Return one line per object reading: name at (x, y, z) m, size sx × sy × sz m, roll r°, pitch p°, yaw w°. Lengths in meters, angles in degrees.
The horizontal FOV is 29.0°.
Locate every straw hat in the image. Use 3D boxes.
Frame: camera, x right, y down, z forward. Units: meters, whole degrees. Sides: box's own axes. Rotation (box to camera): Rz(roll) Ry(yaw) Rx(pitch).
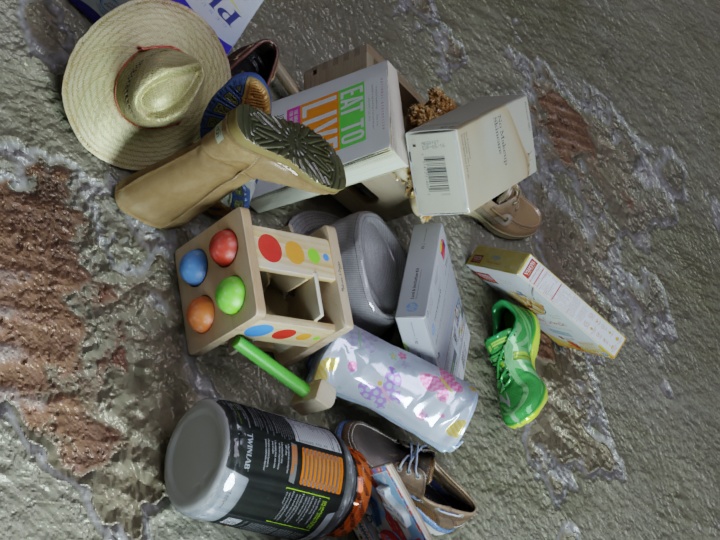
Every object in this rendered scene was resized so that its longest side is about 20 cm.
straw hat at (-0.215, -0.197, 1.510) m, size 0.199 × 0.085 × 0.203 m, roll -5°, pitch 100°, yaw -27°

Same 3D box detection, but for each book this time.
book at (-0.045, -0.159, 1.656) m, size 0.048 × 0.198 × 0.135 m, roll 41°, pitch 38°, yaw -51°

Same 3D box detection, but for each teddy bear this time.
teddy bear at (0.093, -0.146, 1.721) m, size 0.200 × 0.066 × 0.146 m, roll -39°, pitch 110°, yaw -59°

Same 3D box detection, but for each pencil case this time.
pencil case at (0.037, 0.134, 1.603) m, size 0.199 × 0.083 × 0.091 m, roll 25°, pitch 50°, yaw -6°

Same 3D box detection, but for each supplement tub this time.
supplement tub at (-0.092, 0.211, 1.437) m, size 0.199 × 0.122 × 0.124 m, roll 22°, pitch 52°, yaw -37°

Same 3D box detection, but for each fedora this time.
fedora at (0.000, 0.000, 1.688) m, size 0.176 × 0.090 × 0.202 m, roll 14°, pitch 57°, yaw -42°

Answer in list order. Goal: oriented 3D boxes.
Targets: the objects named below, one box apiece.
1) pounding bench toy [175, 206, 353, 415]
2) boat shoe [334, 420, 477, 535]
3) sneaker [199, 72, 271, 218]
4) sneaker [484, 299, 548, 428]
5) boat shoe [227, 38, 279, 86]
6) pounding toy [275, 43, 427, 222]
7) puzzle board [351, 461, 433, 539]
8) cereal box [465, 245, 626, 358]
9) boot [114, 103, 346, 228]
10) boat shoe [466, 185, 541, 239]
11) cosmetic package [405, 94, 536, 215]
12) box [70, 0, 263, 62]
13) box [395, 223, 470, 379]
pounding bench toy at (-0.107, 0.055, 1.515) m, size 0.155 × 0.124 × 0.202 m, roll 10°, pitch 60°, yaw -43°
boat shoe at (0.057, 0.231, 1.620) m, size 0.200 × 0.072 × 0.073 m, roll 38°, pitch 45°, yaw -24°
sneaker at (-0.139, -0.155, 1.574) m, size 0.075 × 0.201 × 0.089 m, roll 20°, pitch 44°, yaw 0°
sneaker at (0.196, 0.123, 1.840) m, size 0.083 × 0.074 × 0.201 m, roll 35°, pitch 36°, yaw -30°
boat shoe at (-0.155, -0.210, 1.672) m, size 0.070 × 0.070 × 0.201 m, roll 42°, pitch 44°, yaw -22°
pounding toy at (-0.018, -0.184, 1.768) m, size 0.200 × 0.141 × 0.186 m, roll 37°, pitch 43°, yaw -45°
puzzle board at (0.043, 0.309, 1.505) m, size 0.017 × 0.151 × 0.201 m, roll -27°, pitch 88°, yaw -30°
cereal box at (0.251, 0.042, 1.896) m, size 0.200 × 0.144 × 0.040 m, roll 39°, pitch 80°, yaw -22°
boot at (-0.140, -0.098, 1.515) m, size 0.174 × 0.199 × 0.067 m, roll 28°, pitch 48°, yaw -36°
boat shoe at (0.196, -0.099, 1.978) m, size 0.199 × 0.064 × 0.072 m, roll 18°, pitch 55°, yaw -39°
cosmetic package at (0.136, -0.141, 1.676) m, size 0.200 × 0.073 × 0.105 m, roll -32°, pitch 116°, yaw -53°
box at (-0.218, -0.340, 1.656) m, size 0.184 × 0.105 × 0.201 m, roll 43°, pitch 43°, yaw -19°
box at (0.091, 0.069, 1.699) m, size 0.201 × 0.041 × 0.157 m, roll 74°, pitch 21°, yaw -43°
